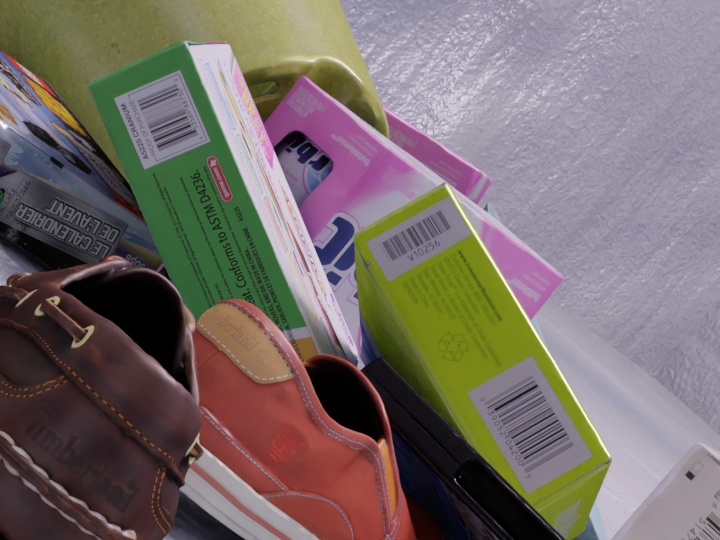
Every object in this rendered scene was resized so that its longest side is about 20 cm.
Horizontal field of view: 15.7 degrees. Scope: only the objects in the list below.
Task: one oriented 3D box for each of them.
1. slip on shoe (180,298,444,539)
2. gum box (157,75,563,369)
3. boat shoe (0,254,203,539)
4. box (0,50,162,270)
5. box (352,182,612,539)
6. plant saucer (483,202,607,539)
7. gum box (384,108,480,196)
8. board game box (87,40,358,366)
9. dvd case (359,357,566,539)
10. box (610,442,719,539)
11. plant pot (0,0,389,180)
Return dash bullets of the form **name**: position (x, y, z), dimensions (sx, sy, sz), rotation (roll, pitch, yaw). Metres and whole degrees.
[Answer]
- **slip on shoe**: position (-0.012, 0.062, 0.841), dimensions (0.074, 0.061, 0.200), rotation (39, -1, 30)
- **gum box**: position (0.000, 0.000, 1.226), dimensions (0.066, 0.114, 0.200), rotation (41, 5, 35)
- **boat shoe**: position (-0.068, 0.032, 0.665), dimensions (0.070, 0.070, 0.200), rotation (37, 4, -13)
- **box**: position (-0.163, -0.067, 1.060), dimensions (0.137, 0.040, 0.200), rotation (35, 6, -30)
- **box**: position (0.044, 0.051, 1.018), dimensions (0.122, 0.048, 0.200), rotation (59, -6, 12)
- **plant saucer**: position (0.085, 0.064, 1.406), dimensions (0.201, 0.039, 0.201), rotation (-20, 90, -85)
- **gum box**: position (0.012, -0.022, 1.440), dimensions (0.066, 0.114, 0.200), rotation (34, 3, 4)
- **board game box**: position (-0.049, -0.014, 1.034), dimensions (0.200, 0.040, 0.153), rotation (-73, 140, -85)
- **dvd case**: position (0.077, 0.126, 0.895), dimensions (0.200, 0.018, 0.143), rotation (44, -12, 29)
- **box**: position (0.201, 0.161, 1.378), dimensions (0.078, 0.095, 0.200), rotation (42, 7, 24)
- **plant pot**: position (-0.077, -0.102, 1.307), dimensions (0.200, 0.200, 0.184), rotation (34, 17, -44)
